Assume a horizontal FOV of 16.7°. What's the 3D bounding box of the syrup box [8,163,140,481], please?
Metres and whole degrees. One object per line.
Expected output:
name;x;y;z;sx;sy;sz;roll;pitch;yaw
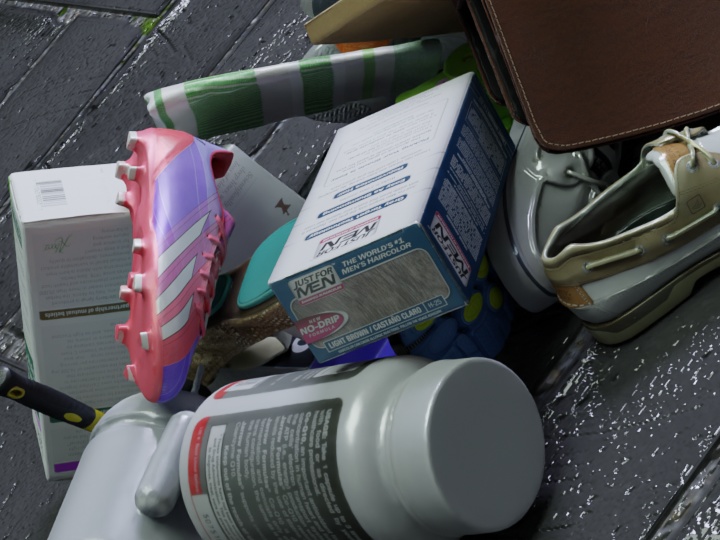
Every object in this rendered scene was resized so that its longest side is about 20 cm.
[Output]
syrup box;-0.185;0.036;1.643;0.081;0.200;0.079;-6;29;-11

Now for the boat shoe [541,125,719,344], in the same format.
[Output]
boat shoe;0.192;-0.045;1.395;0.200;0.068;0.075;-43;29;4

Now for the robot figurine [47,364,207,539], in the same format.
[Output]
robot figurine;-0.127;0.155;1.501;0.170;0.113;0.200;116;175;-52

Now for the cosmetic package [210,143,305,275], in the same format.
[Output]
cosmetic package;-0.107;-0.031;1.703;0.102;0.074;0.200;-54;11;-6

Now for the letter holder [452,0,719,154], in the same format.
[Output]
letter holder;0.175;-0.148;1.476;0.200;0.142;0.101;-20;-9;-6

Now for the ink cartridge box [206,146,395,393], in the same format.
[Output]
ink cartridge box;0.000;0.000;1.615;0.200;0.043;0.198;1;52;51

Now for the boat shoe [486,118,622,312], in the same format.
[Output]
boat shoe;0.124;-0.060;1.498;0.065;0.074;0.200;-29;33;34

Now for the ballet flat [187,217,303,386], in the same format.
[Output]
ballet flat;-0.059;0.022;1.541;0.200;0.065;0.071;-27;36;48

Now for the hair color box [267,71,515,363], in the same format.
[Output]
hair color box;0.022;-0.034;1.420;0.100;0.061;0.200;-23;21;23

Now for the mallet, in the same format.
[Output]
mallet;-0.178;0.103;1.567;0.066;0.200;0.041;-46;55;18

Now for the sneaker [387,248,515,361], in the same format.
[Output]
sneaker;0.047;0.009;1.479;0.083;0.071;0.200;-17;20;19

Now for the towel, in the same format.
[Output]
towel;-0.044;-0.122;1.682;0.200;0.023;0.153;-9;-5;0

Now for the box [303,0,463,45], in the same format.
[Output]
box;0.085;-0.194;1.528;0.163;0.021;0.200;-11;-12;-47

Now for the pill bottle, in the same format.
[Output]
pill bottle;0.001;0.109;1.395;0.200;0.114;0.114;-11;43;45

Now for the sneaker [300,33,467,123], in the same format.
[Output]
sneaker;0.032;-0.188;1.790;0.200;0.075;0.114;-31;28;17

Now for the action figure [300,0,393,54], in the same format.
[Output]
action figure;-0.032;-0.219;1.668;0.200;0.194;0.105;4;42;34

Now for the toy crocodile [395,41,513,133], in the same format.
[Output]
toy crocodile;0.116;-0.139;1.612;0.200;0.068;0.062;-25;34;23

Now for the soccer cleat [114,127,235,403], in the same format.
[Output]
soccer cleat;-0.111;-0.006;1.523;0.067;0.076;0.200;116;154;-48
